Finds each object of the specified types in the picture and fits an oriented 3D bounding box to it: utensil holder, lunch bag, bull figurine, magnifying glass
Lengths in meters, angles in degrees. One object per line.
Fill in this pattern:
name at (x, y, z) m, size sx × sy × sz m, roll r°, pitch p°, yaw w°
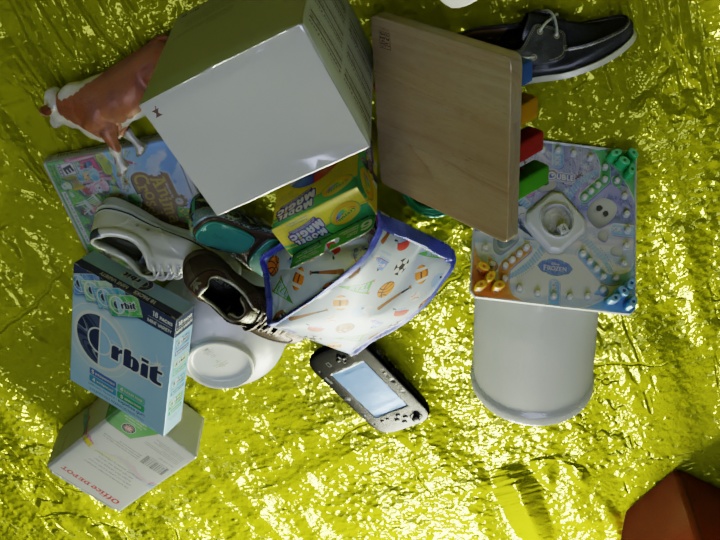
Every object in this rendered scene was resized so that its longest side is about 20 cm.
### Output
utensil holder at (0.224, 0.067, 1.201) m, size 0.166 × 0.172 × 0.203 m, roll -3°, pitch 127°, yaw 4°
lunch bag at (0.000, 0.000, 1.158) m, size 0.198 × 0.126 × 0.168 m, roll -31°, pitch 147°, yaw 31°
bull figurine at (-0.272, -0.189, 1.076) m, size 0.197 × 0.066 × 0.122 m, roll -25°, pitch 117°, yaw 18°
magnifying glass at (0.066, -0.146, 1.131) m, size 0.078 × 0.023 × 0.202 m, roll -19°, pitch 124°, yaw 16°

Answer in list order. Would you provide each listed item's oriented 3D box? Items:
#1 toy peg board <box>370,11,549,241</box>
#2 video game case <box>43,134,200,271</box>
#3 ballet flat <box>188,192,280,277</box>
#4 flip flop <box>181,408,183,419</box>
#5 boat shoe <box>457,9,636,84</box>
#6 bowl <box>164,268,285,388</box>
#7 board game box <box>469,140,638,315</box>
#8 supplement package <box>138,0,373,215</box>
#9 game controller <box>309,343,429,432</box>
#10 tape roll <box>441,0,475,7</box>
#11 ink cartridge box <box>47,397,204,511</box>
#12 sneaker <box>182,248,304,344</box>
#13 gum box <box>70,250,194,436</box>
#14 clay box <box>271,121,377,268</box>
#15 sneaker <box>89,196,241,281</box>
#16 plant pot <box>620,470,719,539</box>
toy peg board at (0.116, -0.170, 1.007) m, size 0.097 × 0.198 × 0.203 m, roll -29°, pitch 131°, yaw -32°
video game case at (-0.285, -0.074, 1.199) m, size 0.178 × 0.022 × 0.203 m, roll -9°, pitch 127°, yaw 9°
ballet flat at (-0.140, -0.046, 1.182) m, size 0.073 × 0.076 × 0.199 m, roll -28°, pitch 146°, yaw 22°
flip flop at (-0.300, 0.128, 1.326) m, size 0.080 × 0.058 × 0.204 m, roll -13°, pitch 107°, yaw 24°
boat shoe at (0.200, -0.248, 1.014) m, size 0.195 × 0.073 × 0.069 m, roll -9°, pitch 129°, yaw 13°
bowl at (-0.187, 0.097, 1.275) m, size 0.196 × 0.092 × 0.204 m, roll -1°, pitch 134°, yaw -1°
board game box at (0.230, -0.059, 1.092) m, size 0.195 × 0.205 × 0.026 m, roll 6°, pitch 165°, yaw -2°
supplement package at (-0.098, -0.202, 0.978) m, size 0.188 × 0.202 × 0.148 m, roll -21°, pitch 125°, yaw 18°
game controller at (0.014, 0.169, 1.368) m, size 0.103 × 0.043 × 0.200 m, roll -30°, pitch 121°, yaw 23°
tape roll at (0.119, -0.347, 0.856) m, size 0.070 × 0.204 × 0.202 m, roll 33°, pitch 123°, yaw -22°
ink cartridge box at (-0.358, 0.263, 1.426) m, size 0.199 × 0.088 × 0.145 m, roll -37°, pitch 118°, yaw 25°
sneaker at (-0.140, 0.052, 1.165) m, size 0.198 × 0.076 × 0.071 m, roll 32°, pitch 109°, yaw -30°
gum box at (-0.308, 0.098, 1.242) m, size 0.167 × 0.045 × 0.203 m, roll 26°, pitch 126°, yaw 18°
clay box at (-0.038, -0.098, 1.057) m, size 0.113 × 0.202 × 0.048 m, roll -25°, pitch 124°, yaw 20°
sneaker at (-0.248, -0.016, 1.176) m, size 0.197 × 0.072 × 0.073 m, roll 24°, pitch 144°, yaw -11°
plant pot at (0.526, 0.443, 1.479) m, size 0.197 × 0.178 × 0.201 m, roll 24°, pitch 126°, yaw -18°
